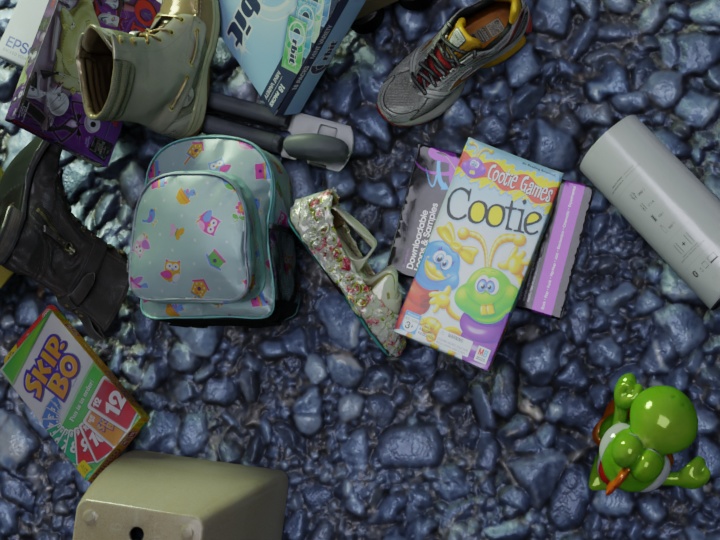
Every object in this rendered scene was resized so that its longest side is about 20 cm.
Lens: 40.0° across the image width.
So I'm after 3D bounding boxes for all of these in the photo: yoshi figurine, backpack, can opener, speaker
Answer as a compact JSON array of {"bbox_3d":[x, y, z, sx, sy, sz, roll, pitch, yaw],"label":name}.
[{"bbox_3d":[0.273,0.155,0.931,0.110,0.200,0.114,2,83,12],"label":"yoshi figurine"},{"bbox_3d":[-0.158,-0.046,1.070,0.172,0.153,0.204,-1,79,17],"label":"backpack"},{"bbox_3d":[-0.101,-0.161,1.111,0.197,0.067,0.054,17,87,13],"label":"can opener"},{"bbox_3d":[0.313,-0.061,0.998,0.081,0.081,0.201,-41,71,4],"label":"speaker"}]

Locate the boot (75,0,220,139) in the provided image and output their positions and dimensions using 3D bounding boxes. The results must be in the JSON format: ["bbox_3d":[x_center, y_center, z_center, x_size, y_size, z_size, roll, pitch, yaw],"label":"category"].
[{"bbox_3d":[-0.230,-0.252,1.070,0.071,0.154,0.204,7,92,34],"label":"boot"}]

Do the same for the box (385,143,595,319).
[{"bbox_3d":[0.138,-0.043,1.066,0.197,0.036,0.146,16,86,11],"label":"box"}]

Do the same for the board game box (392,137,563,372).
[{"bbox_3d":[0.119,-0.012,0.993,0.103,0.103,0.203,21,87,10],"label":"board game box"}]

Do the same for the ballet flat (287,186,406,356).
[{"bbox_3d":[0.000,0.000,1.046,0.063,0.076,0.201,-34,100,17],"label":"ballet flat"}]

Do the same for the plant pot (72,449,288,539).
[{"bbox_3d":[-0.201,0.303,1.022,0.196,0.177,0.204,5,84,12],"label":"plant pot"}]

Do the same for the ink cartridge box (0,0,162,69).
[{"bbox_3d":[-0.313,-0.309,1.185,0.197,0.041,0.203,24,89,13],"label":"ink cartridge box"}]

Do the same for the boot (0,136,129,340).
[{"bbox_3d":[-0.321,-0.043,1.106,0.069,0.173,0.203,-16,51,41],"label":"boot"}]

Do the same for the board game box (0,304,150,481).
[{"bbox_3d":[-0.333,0.135,1.132,0.096,0.030,0.200,-48,65,3],"label":"board game box"}]

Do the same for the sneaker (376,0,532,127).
[{"bbox_3d":[0.096,-0.236,1.072,0.199,0.082,0.078,-40,78,5],"label":"sneaker"}]

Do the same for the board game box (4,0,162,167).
[{"bbox_3d":[-0.298,-0.230,1.082,0.032,0.119,0.204,4,74,42],"label":"board game box"}]

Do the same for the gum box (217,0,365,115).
[{"bbox_3d":[-0.095,-0.303,1.080,0.201,0.044,0.170,56,133,21],"label":"gum box"}]

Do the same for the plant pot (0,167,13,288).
[{"bbox_3d":[-0.455,-0.037,1.122,0.142,0.200,0.201,41,93,-14],"label":"plant pot"}]

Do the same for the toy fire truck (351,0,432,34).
[{"bbox_3d":[0.018,-0.400,1.097,0.173,0.129,0.203,-22,68,9],"label":"toy fire truck"}]
